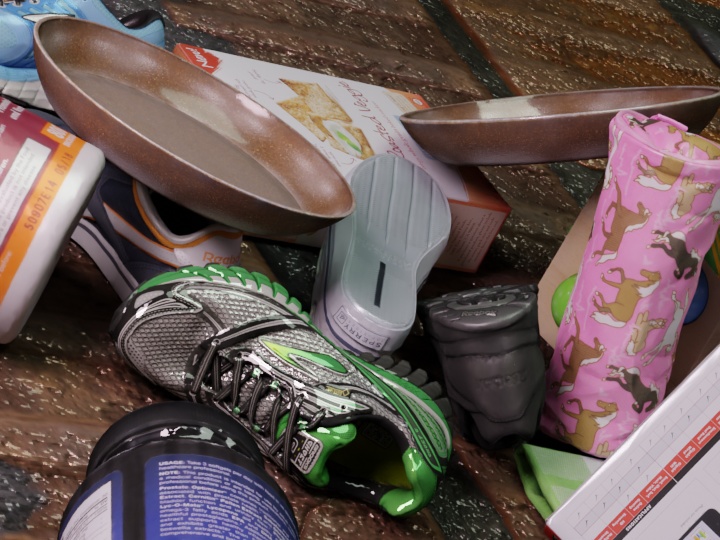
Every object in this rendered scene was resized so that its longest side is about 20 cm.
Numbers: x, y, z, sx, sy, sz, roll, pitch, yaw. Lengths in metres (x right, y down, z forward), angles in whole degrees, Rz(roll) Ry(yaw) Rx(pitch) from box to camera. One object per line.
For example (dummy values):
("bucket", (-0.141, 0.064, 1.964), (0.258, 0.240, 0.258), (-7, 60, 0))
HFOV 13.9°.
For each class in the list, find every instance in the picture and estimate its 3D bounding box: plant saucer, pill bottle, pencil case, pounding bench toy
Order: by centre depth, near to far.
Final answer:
("pill bottle", (-0.079, 0.145, 1.298), (0.112, 0.112, 0.200), (22, 25, -16))
("pill bottle", (-0.242, -0.056, 1.511), (0.200, 0.114, 0.114), (28, 24, -4))
("plant saucer", (-0.096, -0.073, 1.603), (0.200, 0.032, 0.200), (30, 14, -8))
("pencil case", (0.157, 0.011, 1.704), (0.086, 0.200, 0.083), (0, 21, -44))
("plant saucer", (0.125, -0.089, 1.814), (0.200, 0.032, 0.200), (-6, 6, 1))
("pounding bench toy", (0.182, -0.006, 1.863), (0.156, 0.124, 0.200), (0, 37, -47))

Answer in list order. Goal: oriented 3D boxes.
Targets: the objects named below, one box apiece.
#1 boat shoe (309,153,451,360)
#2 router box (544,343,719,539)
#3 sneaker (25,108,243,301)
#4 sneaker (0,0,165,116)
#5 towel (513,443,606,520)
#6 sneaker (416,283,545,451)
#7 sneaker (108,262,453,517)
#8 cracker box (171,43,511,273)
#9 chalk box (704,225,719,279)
("boat shoe", (0.000, 0.000, 1.713), (0.073, 0.067, 0.200), (33, 29, -5))
("router box", (0.227, 0.126, 1.538), (0.179, 0.200, 0.049), (45, -5, 10))
("sneaker", (-0.131, -0.047, 1.663), (0.078, 0.080, 0.200), (-3, 38, -49))
("sneaker", (-0.199, -0.143, 1.737), (0.200, 0.090, 0.078), (14, 0, -40))
("towel", (0.191, 0.165, 1.664), (0.200, 0.031, 0.149), (14, 25, -25))
("sneaker", (0.073, 0.055, 1.695), (0.076, 0.091, 0.200), (-10, 4, 6))
("sneaker", (-0.038, 0.063, 1.545), (0.200, 0.078, 0.085), (24, 25, -12))
("cracker box", (-0.021, -0.070, 1.849), (0.200, 0.058, 0.134), (8, 31, -37))
("chalk box", (0.301, -0.005, 1.704), (0.124, 0.125, 0.200), (3, 41, -44))
